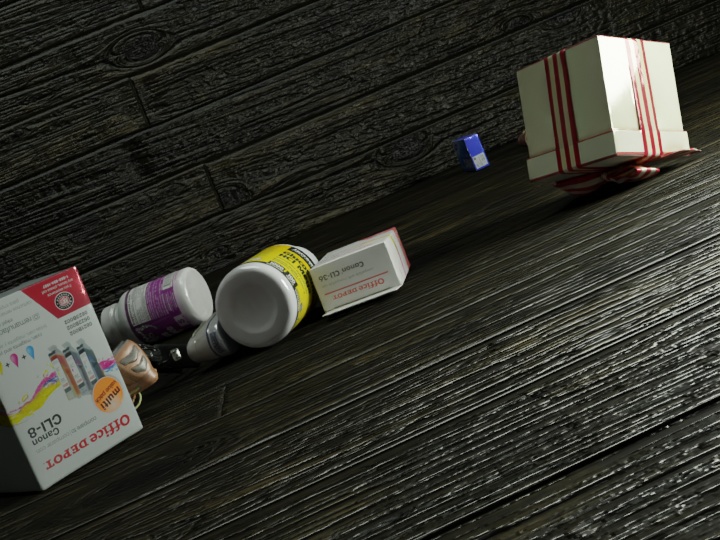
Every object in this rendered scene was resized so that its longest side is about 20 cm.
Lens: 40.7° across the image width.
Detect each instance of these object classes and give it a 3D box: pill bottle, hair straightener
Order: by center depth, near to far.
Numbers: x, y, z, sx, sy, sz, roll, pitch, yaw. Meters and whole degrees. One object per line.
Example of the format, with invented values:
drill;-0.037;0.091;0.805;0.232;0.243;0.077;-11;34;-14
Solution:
hair straightener;-0.274;0.106;1.276;0.076;0.041;0.199;-18;-19;26
pill bottle;-0.118;0.027;1.349;0.111;0.114;0.200;-21;8;16
pill bottle;-0.393;0.078;1.862;0.198;0.113;0.112;-21;7;16

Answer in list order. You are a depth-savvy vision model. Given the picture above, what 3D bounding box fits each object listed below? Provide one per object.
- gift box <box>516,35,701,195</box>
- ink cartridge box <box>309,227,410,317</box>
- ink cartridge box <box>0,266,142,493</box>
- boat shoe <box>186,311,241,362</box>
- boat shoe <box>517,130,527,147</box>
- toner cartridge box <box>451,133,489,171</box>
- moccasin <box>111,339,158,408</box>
gift box;0.353;-0.211;1.362;0.198;0.189;0.184;-4;-5;-31
ink cartridge box;0.000;0.000;1.355;0.115;0.068;0.200;-21;7;9
ink cartridge box;-0.364;0.123;1.068;0.144;0.202;0.145;-12;13;44
boat shoe;-0.190;0.082;1.372;0.069;0.072;0.200;-24;10;17
boat shoe;0.504;-0.387;2.628;0.199;0.071;0.070;-28;13;-33
toner cartridge box;0.310;-0.333;2.750;0.043;0.096;0.200;-23;6;-2
moccasin;-0.308;0.152;1.197;0.201;0.078;0.074;-37;12;39
